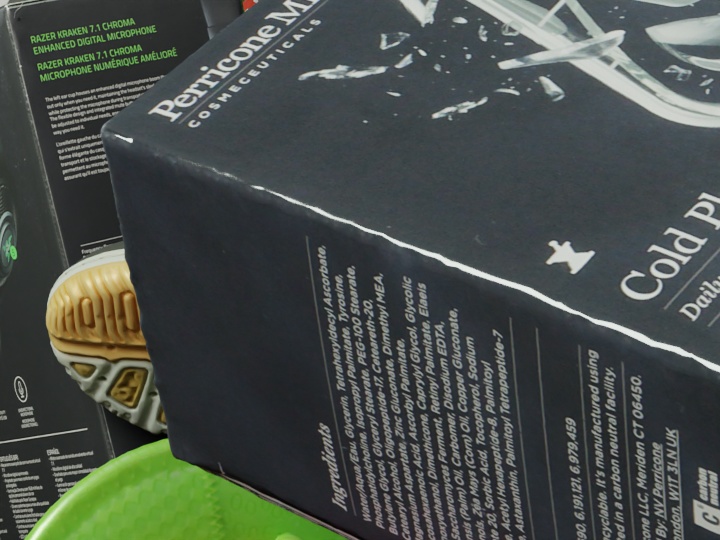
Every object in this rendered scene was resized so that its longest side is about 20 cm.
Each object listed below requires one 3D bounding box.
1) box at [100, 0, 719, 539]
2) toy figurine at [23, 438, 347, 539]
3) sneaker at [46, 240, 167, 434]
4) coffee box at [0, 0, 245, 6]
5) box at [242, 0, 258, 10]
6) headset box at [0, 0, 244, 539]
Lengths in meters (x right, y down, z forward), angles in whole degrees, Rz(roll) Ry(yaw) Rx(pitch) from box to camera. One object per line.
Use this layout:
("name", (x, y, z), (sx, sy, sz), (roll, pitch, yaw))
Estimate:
("box", (0.075, -0.015, 0.695), (0.196, 0.124, 0.200), (20, 47, 34))
("toy figurine", (0.015, 0.136, 0.745), (0.184, 0.199, 0.151), (7, 82, 61))
("sneaker", (0.000, 0.000, 0.840), (0.199, 0.076, 0.088), (-4, 41, -4))
("coffee box", (-0.107, -0.121, 1.113), (0.080, 0.114, 0.200), (31, 75, 40))
("box", (0.006, -0.063, 1.020), (0.200, 0.096, 0.100), (-47, 49, -8))
("headset box", (-0.103, -0.001, 0.929), (0.174, 0.092, 0.201), (-14, 90, 57))
